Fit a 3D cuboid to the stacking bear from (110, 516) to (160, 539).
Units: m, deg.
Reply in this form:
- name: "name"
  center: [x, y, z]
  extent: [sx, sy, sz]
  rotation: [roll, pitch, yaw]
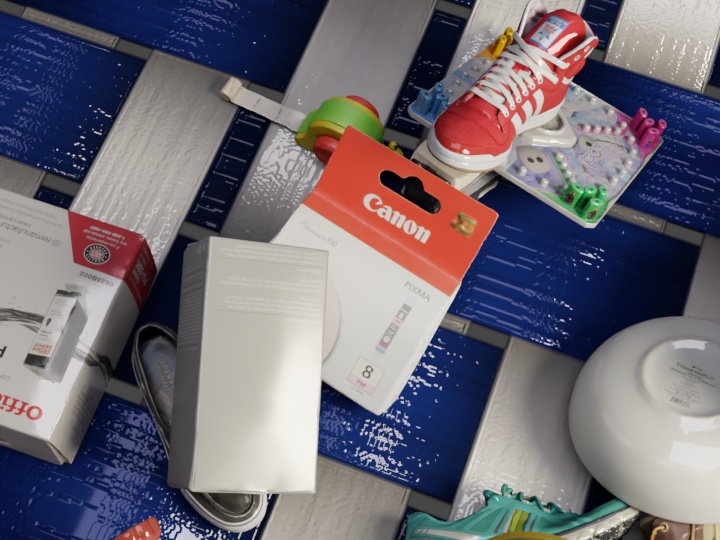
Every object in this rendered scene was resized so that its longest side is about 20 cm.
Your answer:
- name: "stacking bear"
  center: [-0.166, 0.311, 0.851]
  extent: [0.121, 0.114, 0.200]
  rotation: [-28, 81, -27]

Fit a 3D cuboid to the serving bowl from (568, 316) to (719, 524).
- name: "serving bowl"
  center: [0.277, 0.110, 0.933]
  extent: [0.200, 0.066, 0.200]
  rotation: [-4, 47, 4]

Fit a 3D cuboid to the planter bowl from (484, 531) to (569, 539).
- name: "planter bowl"
  center: [0.110, 0.293, 0.795]
  extent: [0.200, 0.083, 0.201]
  rotation: [-4, 82, 32]

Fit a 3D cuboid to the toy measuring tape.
- name: "toy measuring tape"
  center: [-0.047, -0.150, 1.069]
  extent: [0.200, 0.074, 0.074]
  rotation: [27, 69, 9]

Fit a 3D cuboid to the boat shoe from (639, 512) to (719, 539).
- name: "boat shoe"
  center: [0.266, 0.223, 0.920]
  extent: [0.072, 0.072, 0.200]
  rotation: [17, 63, 9]

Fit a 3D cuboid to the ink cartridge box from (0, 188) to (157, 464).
- name: "ink cartridge box"
  center: [-0.287, 0.049, 0.971]
  extent: [0.147, 0.083, 0.200]
  rotation: [18, 67, 5]

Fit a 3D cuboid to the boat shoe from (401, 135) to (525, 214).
- name: "boat shoe"
  center: [0.099, -0.097, 1.056]
  extent: [0.075, 0.093, 0.200]
  rotation: [38, 43, 18]

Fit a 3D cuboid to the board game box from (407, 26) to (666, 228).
- name: "board game box"
  center: [0.174, -0.144, 1.047]
  extent: [0.200, 0.026, 0.200]
  rotation: [34, 42, 12]

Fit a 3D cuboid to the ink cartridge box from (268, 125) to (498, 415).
- name: "ink cartridge box"
  center: [0.000, 0.000, 0.963]
  extent: [0.162, 0.057, 0.200]
  rotation: [32, 111, 12]

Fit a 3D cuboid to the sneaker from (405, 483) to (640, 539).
- name: "sneaker"
  center: [0.134, 0.213, 0.920]
  extent: [0.200, 0.078, 0.080]
  rotation: [-11, 59, -6]

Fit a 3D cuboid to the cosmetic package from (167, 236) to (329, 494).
- name: "cosmetic package"
  center: [-0.091, 0.078, 0.893]
  extent: [0.107, 0.090, 0.200]
  rotation: [9, 83, -22]

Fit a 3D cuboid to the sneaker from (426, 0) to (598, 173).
- name: "sneaker"
  center: [0.132, -0.161, 0.941]
  extent: [0.071, 0.113, 0.200]
  rotation: [37, 42, 14]

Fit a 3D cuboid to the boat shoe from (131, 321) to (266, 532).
- name: "boat shoe"
  center: [-0.142, 0.129, 0.950]
  extent: [0.070, 0.066, 0.200]
  rotation: [-24, 69, -11]
